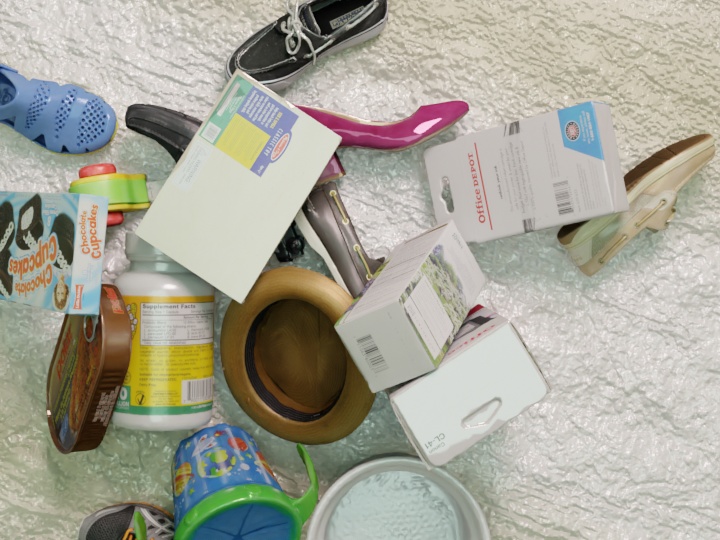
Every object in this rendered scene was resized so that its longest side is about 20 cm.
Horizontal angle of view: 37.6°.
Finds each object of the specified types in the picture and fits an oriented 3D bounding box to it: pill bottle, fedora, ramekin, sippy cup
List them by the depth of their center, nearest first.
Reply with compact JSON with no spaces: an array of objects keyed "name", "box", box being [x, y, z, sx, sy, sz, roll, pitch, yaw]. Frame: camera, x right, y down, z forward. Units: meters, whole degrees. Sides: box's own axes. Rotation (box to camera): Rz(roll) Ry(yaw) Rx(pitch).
[{"name":"sippy cup","box":[-0.142,0.239,1.116,0.175,0.131,0.141,9,121,-30]},{"name":"pill bottle","box":[-0.212,0.062,1.132,0.110,0.113,0.205,1,91,-1]},{"name":"fedora","box":[-0.057,0.084,1.136,0.197,0.082,0.205,7,112,18]},{"name":"ramekin","box":[0.039,0.295,1.146,0.196,0.098,0.205,0,91,-2]}]

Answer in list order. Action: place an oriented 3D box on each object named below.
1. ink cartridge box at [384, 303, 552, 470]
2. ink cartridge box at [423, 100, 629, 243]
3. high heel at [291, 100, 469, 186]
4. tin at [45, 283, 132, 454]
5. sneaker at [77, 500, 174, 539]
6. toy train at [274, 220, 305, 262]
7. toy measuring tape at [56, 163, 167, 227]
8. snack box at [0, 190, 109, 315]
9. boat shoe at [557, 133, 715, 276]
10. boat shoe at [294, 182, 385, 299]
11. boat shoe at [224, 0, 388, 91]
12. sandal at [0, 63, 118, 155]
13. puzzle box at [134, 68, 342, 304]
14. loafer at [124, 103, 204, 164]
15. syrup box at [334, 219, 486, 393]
[{"name":"ink cartridge box","box":[0.101,0.113,1.093,0.146,0.200,0.086,-33,92,-1]},{"name":"ink cartridge box","box":[0.176,-0.100,1.135,0.197,0.066,0.118,-11,91,30]},{"name":"high heel","box":[0.016,-0.171,1.159,0.197,0.067,0.098,-21,95,10]},{"name":"tin","box":[-0.287,0.103,1.113,0.041,0.112,0.202,-2,132,-38]},{"name":"sneaker","box":[-0.215,0.310,1.153,0.196,0.077,0.080,16,92,1]},{"name":"toy train","box":[-0.115,-0.104,1.173,0.045,0.034,0.203,-21,91,10]},{"name":"toy measuring tape","box":[-0.245,-0.087,1.151,0.196,0.074,0.075,-9,91,0]},{"name":"snack box","box":[-0.328,-0.021,1.101,0.037,0.198,0.119,5,90,-42]},{"name":"boat shoe","box":[0.312,-0.073,1.162,0.199,0.072,0.065,-38,98,4]},{"name":"boat shoe","box":[0.000,0.000,1.155,0.060,0.072,0.203,-33,89,4]},{"name":"boat shoe","box":[-0.060,-0.257,1.144,0.196,0.068,0.075,-21,74,-2]},{"name":"sandal","box":[-0.360,-0.178,1.141,0.196,0.087,0.081,15,89,-3]},{"name":"puzzle box","box":[-0.123,-0.086,1.083,0.132,0.025,0.202,32,85,-1]},{"name":"loafer","box":[-0.166,-0.119,1.129,0.198,0.068,0.072,24,90,5]},{"name":"syrup box","box":[0.056,0.032,1.079,0.080,0.200,0.080,-24,104,29]}]
